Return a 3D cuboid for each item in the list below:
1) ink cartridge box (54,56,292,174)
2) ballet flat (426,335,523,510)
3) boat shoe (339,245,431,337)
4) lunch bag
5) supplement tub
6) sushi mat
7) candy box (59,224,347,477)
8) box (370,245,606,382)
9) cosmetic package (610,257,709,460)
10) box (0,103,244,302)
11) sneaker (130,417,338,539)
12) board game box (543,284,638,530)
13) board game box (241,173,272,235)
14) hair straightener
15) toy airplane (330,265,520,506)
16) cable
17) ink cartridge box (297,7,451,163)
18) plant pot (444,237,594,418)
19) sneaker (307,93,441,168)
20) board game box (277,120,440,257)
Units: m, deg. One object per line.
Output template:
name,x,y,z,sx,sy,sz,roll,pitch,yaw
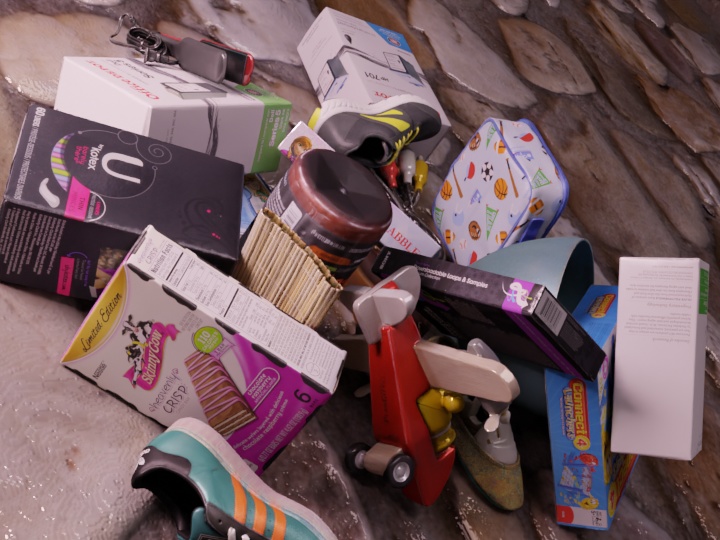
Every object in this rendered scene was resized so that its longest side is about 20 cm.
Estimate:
ink cartridge box,-0.194,-0.159,1.144,0.145,0.084,0.200,30,25,32
ballet flat,0.118,0.152,1.146,0.071,0.071,0.200,-3,52,-46
boat shoe,0.000,0.000,1.206,0.070,0.070,0.200,-28,80,-48
lunch bag,0.169,-0.075,1.353,0.075,0.200,0.161,-3,50,-29
supplement tub,-0.062,-0.011,1.035,0.107,0.200,0.107,25,36,-20
sushi mat,-0.082,0.037,0.963,0.096,0.200,0.012,47,50,13
candy box,-0.132,0.073,0.924,0.200,0.136,0.061,33,34,-9
box,0.122,0.040,1.068,0.200,0.036,0.143,14,-19,43
cosmetic package,0.311,0.089,1.140,0.108,0.084,0.201,4,88,-68
box,-0.213,-0.046,0.974,0.199,0.106,0.123,15,47,-19
sneaker,-0.097,0.207,0.869,0.200,0.071,0.080,39,37,7
board game box,0.258,0.143,1.195,0.056,0.197,0.200,2,22,26
board game box,-0.157,-0.050,1.138,0.200,0.034,0.136,-14,61,-51
hair straightener,-0.203,-0.240,1.163,0.200,0.041,0.077,31,24,35
toy airplane,0.055,0.092,1.031,0.141,0.199,0.200,-10,53,-35
cable,0.057,-0.090,1.384,0.097,0.050,0.200,16,38,-29
ink cartridge box,0.017,-0.249,1.503,0.146,0.086,0.200,10,42,-37
plant pot,0.172,0.054,1.231,0.134,0.201,0.200,9,24,24
sneaker,0.027,-0.163,1.361,0.199,0.075,0.085,-10,55,-37
board game box,0.004,-0.074,1.235,0.200,0.041,0.200,42,1,4
